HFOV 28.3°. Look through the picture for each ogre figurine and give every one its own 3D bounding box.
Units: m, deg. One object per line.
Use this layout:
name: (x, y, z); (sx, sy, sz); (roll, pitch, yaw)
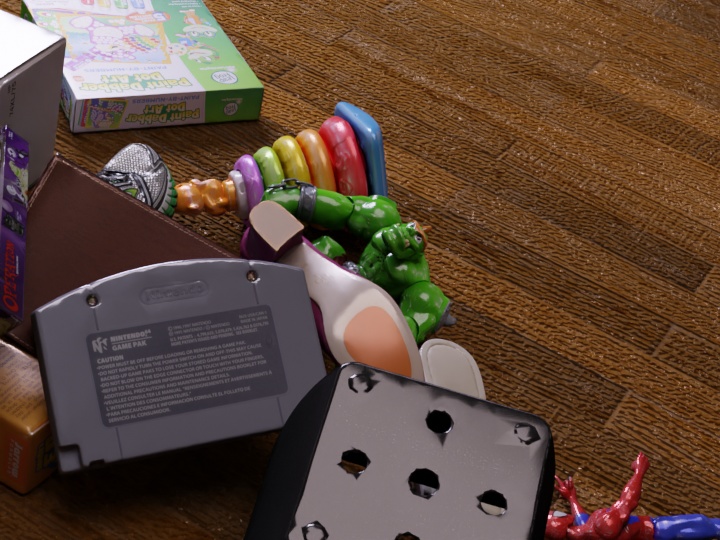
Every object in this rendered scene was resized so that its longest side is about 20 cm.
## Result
ogre figurine: (0.000, 0.000, 1.216); (0.120, 0.098, 0.200); (-14, 40, -24)

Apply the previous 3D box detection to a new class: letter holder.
letter holder: (-0.180, 0.034, 1.069); (0.200, 0.101, 0.142); (29, 66, -11)

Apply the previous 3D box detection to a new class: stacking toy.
stacking toy: (-0.079, -0.076, 1.297); (0.200, 0.110, 0.116); (-12, 26, -15)

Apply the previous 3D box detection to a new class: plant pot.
plant pot: (0.025, 0.173, 0.888); (0.200, 0.178, 0.200); (17, 54, 1)

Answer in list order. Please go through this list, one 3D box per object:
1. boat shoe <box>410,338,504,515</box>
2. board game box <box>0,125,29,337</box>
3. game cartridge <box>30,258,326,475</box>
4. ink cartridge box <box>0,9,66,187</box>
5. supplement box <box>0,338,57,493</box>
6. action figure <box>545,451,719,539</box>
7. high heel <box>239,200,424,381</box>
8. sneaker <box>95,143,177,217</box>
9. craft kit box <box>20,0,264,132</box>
boat shoe: (0.062, 0.145, 1.076); (0.072, 0.060, 0.200); (15, 43, -21)
board game box: (-0.285, -0.006, 1.003); (0.032, 0.120, 0.200); (38, 24, -35)
game cartridge: (-0.126, 0.061, 1.010); (0.200, 0.040, 0.134); (-8, 84, -22)
ink cartridge box: (-0.382, -0.150, 1.234); (0.200, 0.147, 0.146); (24, 36, 10)
supplement box: (-0.299, 0.078, 1.031); (0.200, 0.067, 0.069); (25, 37, 14)
action figure: (0.226, 0.180, 1.085); (0.200, 0.065, 0.099); (5, 46, -16)
high heel: (-0.024, 0.037, 1.118); (0.200, 0.096, 0.067); (44, 70, 13)
sneaker: (-0.214, -0.056, 1.204); (0.078, 0.085, 0.200); (-6, 31, 18)
craft kit box: (-0.228, -0.217, 1.467); (0.200, 0.049, 0.198); (-8, 45, -28)
